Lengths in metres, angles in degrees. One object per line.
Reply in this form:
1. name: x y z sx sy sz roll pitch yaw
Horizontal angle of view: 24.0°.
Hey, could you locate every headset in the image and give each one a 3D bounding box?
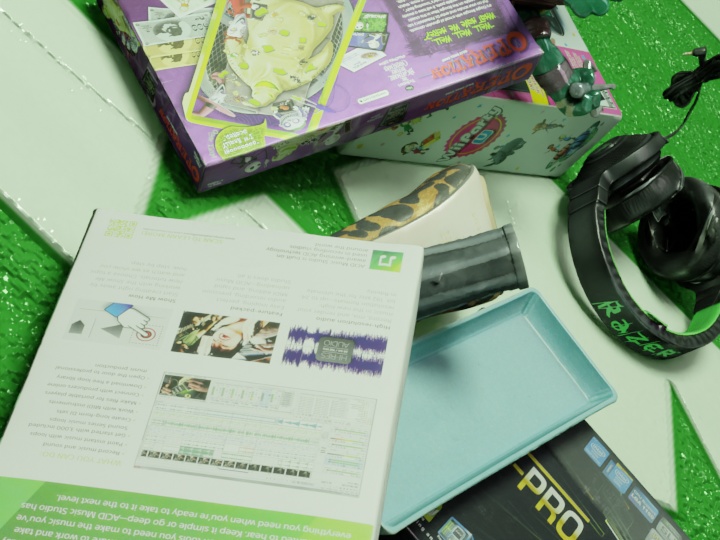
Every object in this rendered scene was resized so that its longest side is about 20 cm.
1. headset: 0.191 -0.045 1.022 0.123 0.094 0.201 35 49 -26

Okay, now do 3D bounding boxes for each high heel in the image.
1. high heel: 0.000 0.000 0.824 0.200 0.141 0.072 -102 177 -83

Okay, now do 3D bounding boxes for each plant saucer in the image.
1. plant saucer: 0.045 0.060 0.755 0.070 0.019 0.199 53 35 13

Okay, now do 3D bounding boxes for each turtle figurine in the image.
1. turtle figurine: 0.113 -0.162 0.920 0.100 0.200 0.151 13 84 -3

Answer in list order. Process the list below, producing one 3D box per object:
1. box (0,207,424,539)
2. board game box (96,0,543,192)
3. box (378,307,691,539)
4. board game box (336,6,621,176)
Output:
1. box: -0.057 0.057 0.645 0.143 0.037 0.201 7 40 5
2. board game box: -0.019 -0.122 0.856 0.199 0.032 0.120 -20 65 -25
3. box: 0.077 0.131 0.774 0.200 0.049 0.161 49 34 4
4. board game box: 0.046 -0.137 0.986 0.199 0.064 0.148 0 57 -46
